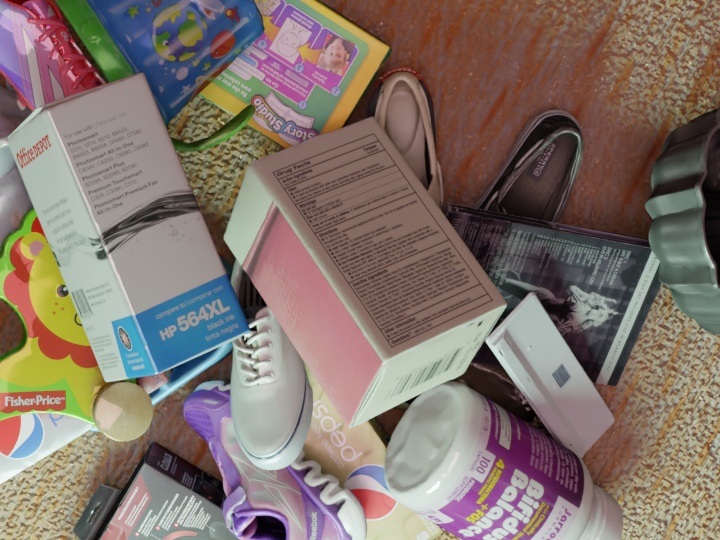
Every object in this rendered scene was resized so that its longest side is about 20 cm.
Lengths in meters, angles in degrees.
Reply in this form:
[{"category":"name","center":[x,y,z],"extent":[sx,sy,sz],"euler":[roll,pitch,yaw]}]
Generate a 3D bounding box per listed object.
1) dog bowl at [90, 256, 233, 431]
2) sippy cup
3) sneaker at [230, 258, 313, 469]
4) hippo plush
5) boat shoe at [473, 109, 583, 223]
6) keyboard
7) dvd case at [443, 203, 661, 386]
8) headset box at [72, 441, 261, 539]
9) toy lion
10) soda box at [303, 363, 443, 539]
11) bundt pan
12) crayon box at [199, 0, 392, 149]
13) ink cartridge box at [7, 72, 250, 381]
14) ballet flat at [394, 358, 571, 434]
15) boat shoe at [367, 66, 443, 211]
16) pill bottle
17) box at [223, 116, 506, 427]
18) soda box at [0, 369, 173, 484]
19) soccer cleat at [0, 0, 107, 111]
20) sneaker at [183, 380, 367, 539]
[{"category":"dog bowl","center":[-0.188,0.062,1.457],"extent":[0.199,0.050,0.112],"euler":[-35,98,4]},{"category":"sippy cup","center":[-0.150,-0.193,1.323],"extent":[0.130,0.140,0.178],"euler":[-35,142,-4]},{"category":"sneaker","center":[-0.084,0.063,1.398],"extent":[0.072,0.071,0.202],"euler":[-15,59,17]},{"category":"hippo plush","center":[-0.278,-0.094,1.374],"extent":[0.157,0.161,0.203],"euler":[-8,99,1]},{"category":"boat shoe","center":[0.127,-0.042,1.433],"extent":[0.071,0.071,0.202],"euler":[22,101,-5]},{"category":"keyboard","center":[0.163,0.094,1.425],"extent":[0.056,0.011,0.200],"euler":[-49,136,-12]},{"category":"dvd case","center":[0.147,0.023,1.428],"extent":[0.197,0.016,0.150],"euler":[10,125,-11]},{"category":"headset box","center":[-0.154,0.257,1.476],"extent":[0.199,0.075,0.150],"euler":[30,97,-6]},{"category":"toy lion","center":[-0.237,0.035,1.314],"extent":[0.197,0.069,0.194],"euler":[-2,92,-17]},{"category":"soda box","center":[-0.010,0.155,1.468],"extent":[0.067,0.064,0.201],"euler":[-33,99,5]},{"category":"bundt pan","center":[0.303,-0.040,1.394],"extent":[0.075,0.201,0.204],"euler":[-7,103,44]},{"category":"crayon box","center":[-0.086,-0.188,1.413],"extent":[0.199,0.058,0.120],"euler":[32,98,-6]},{"category":"ink cartridge box","center":[-0.172,-0.028,1.236],"extent":[0.084,0.146,0.202],"euler":[-23,94,-22]},{"category":"ballet flat","center":[0.089,0.103,1.469],"extent":[0.198,0.046,0.068],"euler":[15,98,-3]},{"category":"boat shoe","center":[0.038,-0.070,1.433],"extent":[0.070,0.063,0.203],"euler":[-3,101,-2]},{"category":"pill bottle","center":[0.126,0.185,1.433],"extent":[0.199,0.112,0.113],"euler":[32,98,-26]},{"category":"box","center":[0.000,0.000,1.352],"extent":[0.127,0.109,0.201],"euler":[-22,66,-30]},{"category":"soda box","center":[-0.254,0.109,1.403],"extent":[0.199,0.070,0.064],"euler":[-31,99,3]},{"category":"soccer cleat","center":[-0.244,-0.166,1.329],"extent":[0.200,0.067,0.077],"euler":[42,114,3]},{"category":"sneaker","center":[-0.088,0.178,1.424],"extent":[0.088,0.081,0.200],"euler":[-38,66,-25]}]
